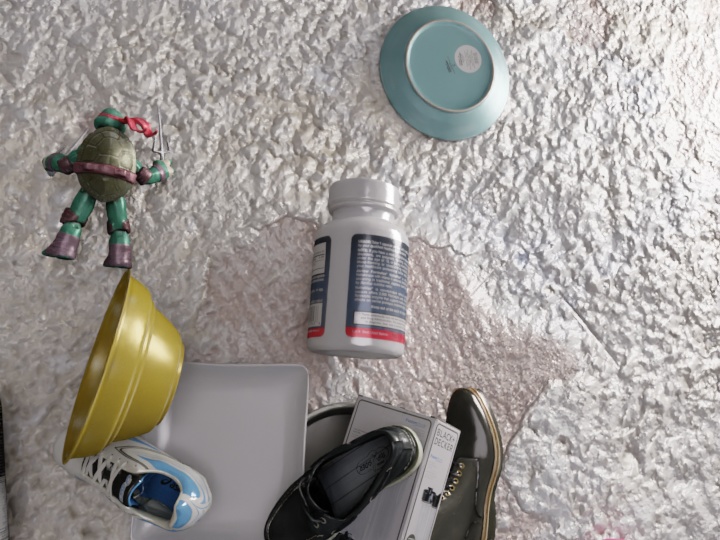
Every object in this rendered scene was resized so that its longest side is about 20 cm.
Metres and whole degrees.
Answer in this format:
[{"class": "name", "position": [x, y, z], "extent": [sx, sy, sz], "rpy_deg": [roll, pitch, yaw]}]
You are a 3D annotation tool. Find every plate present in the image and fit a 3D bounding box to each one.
[{"class": "plate", "position": [-0.155, 0.207, 0.748], "extent": [0.195, 0.032, 0.205], "rpy_deg": [0, 78, 6]}, {"class": "plate", "position": [0.123, -0.283, 0.927], "extent": [0.195, 0.026, 0.205], "rpy_deg": [2, 79, -12]}]

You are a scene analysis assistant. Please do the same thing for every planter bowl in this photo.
[{"class": "planter bowl", "position": [-0.239, 0.109, 0.695], "extent": [0.082, 0.199, 0.205], "rpy_deg": [21, 76, -24]}]

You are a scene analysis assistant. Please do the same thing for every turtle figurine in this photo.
[{"class": "turtle figurine", "position": [-0.298, -0.109, 0.765], "extent": [0.146, 0.101, 0.205], "rpy_deg": [9, 83, -11]}]

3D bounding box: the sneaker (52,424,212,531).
[{"class": "sneaker", "position": [-0.252, 0.215, 0.703], "extent": [0.196, 0.072, 0.073], "rpy_deg": [18, 85, 17]}]

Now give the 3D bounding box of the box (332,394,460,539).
[{"class": "box", "position": [0.023, 0.251, 0.716], "extent": [0.060, 0.115, 0.204], "rpy_deg": [33, 69, -46]}]

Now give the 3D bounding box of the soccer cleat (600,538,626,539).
[{"class": "soccer cleat", "position": [0.279, 0.380, 0.809], "extent": [0.195, 0.086, 0.072], "rpy_deg": [-4, 80, -14]}]

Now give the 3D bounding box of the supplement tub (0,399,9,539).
[{"class": "supplement tub", "position": [-0.420, 0.231, 0.658], "extent": [0.120, 0.123, 0.205], "rpy_deg": [-5, 81, -13]}]

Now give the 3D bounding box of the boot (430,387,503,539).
[{"class": "boot", "position": [0.100, 0.241, 0.768], "extent": [0.137, 0.077, 0.205], "rpy_deg": [8, 75, -44]}]

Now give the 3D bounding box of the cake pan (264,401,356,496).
[{"class": "cake pan", "position": [-0.018, 0.261, 0.788], "extent": [0.195, 0.037, 0.206], "rpy_deg": [2, 79, -13]}]

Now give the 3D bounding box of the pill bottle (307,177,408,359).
[{"class": "pill bottle", "position": [0.000, 0.000, 0.797], "extent": [0.117, 0.120, 0.205], "rpy_deg": [6, 79, -11]}]

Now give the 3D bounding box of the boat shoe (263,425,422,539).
[{"class": "boat shoe", "position": [-0.029, 0.223, 0.668], "extent": [0.197, 0.066, 0.076], "rpy_deg": [-32, 63, 11]}]
